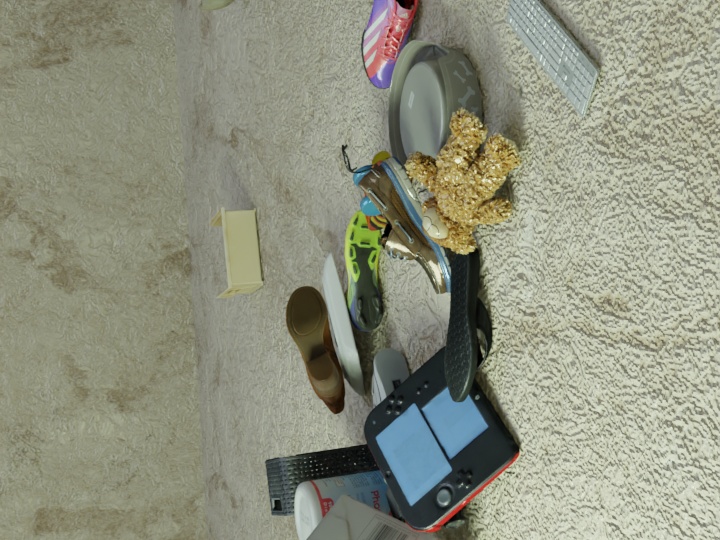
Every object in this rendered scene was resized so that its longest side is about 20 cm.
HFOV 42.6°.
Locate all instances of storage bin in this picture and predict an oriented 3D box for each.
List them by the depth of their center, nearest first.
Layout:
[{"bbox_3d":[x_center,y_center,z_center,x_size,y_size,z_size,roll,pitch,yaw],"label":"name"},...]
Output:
[{"bbox_3d":[-0.049,0.347,1.544,0.135,0.197,0.095,144,119,-67],"label":"storage bin"},{"bbox_3d":[-0.325,-0.044,2.385,0.198,0.092,0.203,153,111,-68],"label":"storage bin"}]

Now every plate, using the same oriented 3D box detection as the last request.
[{"bbox_3d":[-0.034,0.100,1.612,0.201,0.032,0.202,83,172,-63],"label":"plate"}]

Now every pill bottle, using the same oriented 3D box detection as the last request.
[{"bbox_3d":[0.007,0.361,1.392,0.109,0.197,0.111,175,90,-70],"label":"pill bottle"}]

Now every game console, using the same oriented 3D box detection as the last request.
[{"bbox_3d":[0.098,0.219,1.208,0.177,0.031,0.201,-46,45,15],"label":"game console"}]

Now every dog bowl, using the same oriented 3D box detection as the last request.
[{"bbox_3d":[0.099,-0.205,1.234,0.200,0.058,0.203,176,90,-70],"label":"dog bowl"}]

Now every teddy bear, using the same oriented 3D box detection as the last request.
[{"bbox_3d":[0.121,-0.101,1.123,0.145,0.067,0.200,43,138,-4],"label":"teddy bear"}]

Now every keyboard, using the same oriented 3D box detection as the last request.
[{"bbox_3d":[0.204,-0.246,1.002,0.201,0.011,0.057,-113,27,-42],"label":"keyboard"}]

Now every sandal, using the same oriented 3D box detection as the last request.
[{"bbox_3d":[0.145,0.069,1.192,0.075,0.047,0.204,153,124,-70],"label":"sandal"}]

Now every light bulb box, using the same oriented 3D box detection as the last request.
[{"bbox_3d":[0.036,0.443,1.247,0.197,0.125,0.202,16,137,37],"label":"light bulb box"}]

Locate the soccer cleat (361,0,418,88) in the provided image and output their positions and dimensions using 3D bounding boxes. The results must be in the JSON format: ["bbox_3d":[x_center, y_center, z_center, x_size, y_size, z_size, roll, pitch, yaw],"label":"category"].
[{"bbox_3d":[0.047,-0.358,1.340,0.073,0.067,0.203,-134,45,-54],"label":"soccer cleat"}]

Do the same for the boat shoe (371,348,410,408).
[{"bbox_3d":[0.058,0.221,1.430,0.066,0.072,0.202,104,163,-51],"label":"boat shoe"}]

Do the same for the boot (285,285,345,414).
[{"bbox_3d":[-0.074,0.142,1.605,0.155,0.073,0.202,74,-178,-59],"label":"boot"}]

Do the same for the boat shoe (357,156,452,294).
[{"bbox_3d":[0.061,-0.050,1.261,0.202,0.072,0.072,62,178,-5],"label":"boat shoe"}]

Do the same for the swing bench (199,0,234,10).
[{"bbox_3d":[-0.325,-0.757,2.204,0.199,0.128,0.203,150,108,-67],"label":"swing bench"}]

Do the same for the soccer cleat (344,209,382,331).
[{"bbox_3d":[-0.001,0.000,1.542,0.084,0.064,0.203,-175,81,-72],"label":"soccer cleat"}]

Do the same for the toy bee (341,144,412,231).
[{"bbox_3d":[0.045,-0.123,1.369,0.200,0.107,0.133,43,-148,-83],"label":"toy bee"}]

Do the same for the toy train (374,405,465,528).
[{"bbox_3d":[0.081,0.269,1.296,0.086,0.112,0.202,112,147,-50],"label":"toy train"}]
